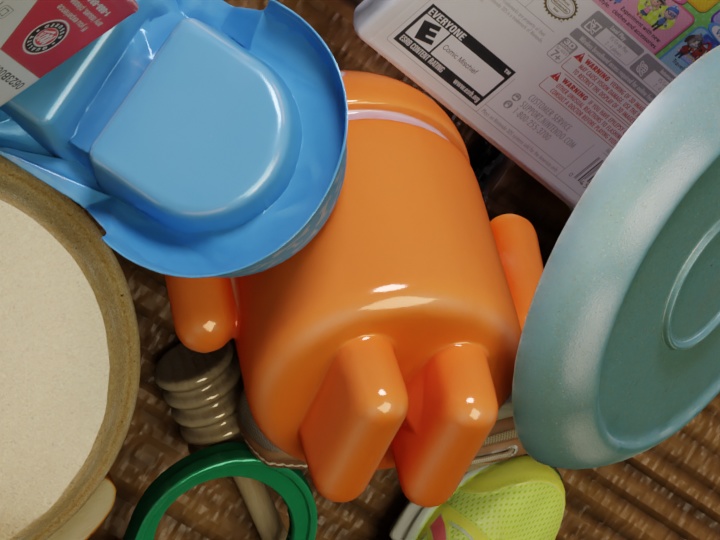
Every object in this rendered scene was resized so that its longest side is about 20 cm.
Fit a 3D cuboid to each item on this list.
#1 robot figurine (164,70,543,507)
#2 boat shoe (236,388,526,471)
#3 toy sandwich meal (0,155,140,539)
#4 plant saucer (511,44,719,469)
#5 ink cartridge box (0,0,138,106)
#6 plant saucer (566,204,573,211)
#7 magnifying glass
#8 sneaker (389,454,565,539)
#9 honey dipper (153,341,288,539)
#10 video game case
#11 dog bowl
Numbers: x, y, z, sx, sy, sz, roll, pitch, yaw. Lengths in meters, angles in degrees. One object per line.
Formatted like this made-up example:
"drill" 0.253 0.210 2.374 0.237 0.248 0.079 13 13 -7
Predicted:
"robot figurine" -0.002 -0.001 1.013 0.143 0.201 0.117 -20 139 7
"boat shoe" 0.036 0.062 1.098 0.199 0.076 0.072 -9 136 -27
"toy sandwich meal" -0.179 0.040 1.011 0.204 0.070 0.206 -3 104 -12
"plant saucer" 0.134 -0.001 1.002 0.200 0.027 0.201 -38 146 -31
"ink cartridge box" -0.199 -0.088 0.886 0.199 0.145 0.084 -34 73 5
"plant saucer" 0.170 -0.093 1.122 0.200 0.039 0.202 -3 108 -10
"magnifying glass" -0.099 0.154 1.085 0.200 0.022 0.080 -46 120 7
"sneaker" 0.040 0.169 1.117 0.200 0.090 0.078 -51 128 -20
"honey dipper" -0.041 0.119 1.115 0.038 0.038 0.201 -29 120 -13
"video game case" 0.128 -0.105 1.029 0.182 0.022 0.200 -39 124 23
"dog bowl" -0.089 -0.071 0.957 0.112 0.200 0.050 -55 163 -3
